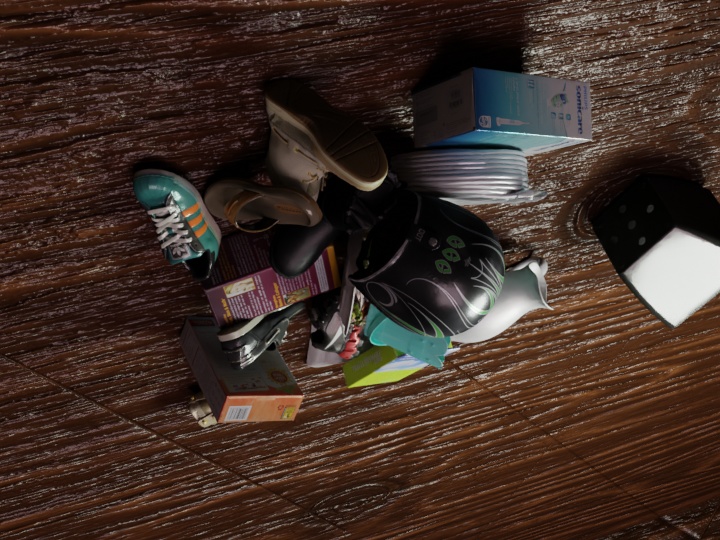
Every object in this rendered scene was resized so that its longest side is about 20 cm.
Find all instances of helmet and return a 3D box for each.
[{"bbox_3d":[0.101,-0.001,1.242,0.191,0.200,0.200,33,119,-22],"label":"helmet"}]

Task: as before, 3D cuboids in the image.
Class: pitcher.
[{"bbox_3d":[0.241,0.044,1.635,0.200,0.172,0.121,-22,105,22],"label":"pitcher"}]

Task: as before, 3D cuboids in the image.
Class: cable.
[{"bbox_3d":[0.138,-0.133,1.296,0.200,0.069,0.200,1,-179,-27],"label":"cable"}]

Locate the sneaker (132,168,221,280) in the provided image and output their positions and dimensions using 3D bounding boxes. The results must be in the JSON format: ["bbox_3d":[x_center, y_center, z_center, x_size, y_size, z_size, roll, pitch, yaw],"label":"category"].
[{"bbox_3d":[-0.244,-0.058,1.234,0.071,0.080,0.200,-10,148,16],"label":"sneaker"}]

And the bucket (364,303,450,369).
[{"bbox_3d":[0.096,0.043,1.447,0.135,0.207,0.207,18,141,8],"label":"bucket"}]

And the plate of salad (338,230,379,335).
[{"bbox_3d":[0.000,0.000,1.367,0.048,0.200,0.200,8,139,-3],"label":"plate of salad"}]

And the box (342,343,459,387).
[{"bbox_3d":[0.069,0.153,1.612,0.122,0.048,0.200,-3,160,-33],"label":"box"}]

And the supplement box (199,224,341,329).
[{"bbox_3d":[-0.139,-0.004,1.372,0.200,0.086,0.110,-20,145,-7],"label":"supplement box"}]

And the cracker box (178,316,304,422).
[{"bbox_3d":[-0.191,0.154,1.444,0.134,0.200,0.058,5,122,-34],"label":"cracker box"}]

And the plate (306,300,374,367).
[{"bbox_3d":[0.007,0.106,1.646,0.200,0.032,0.200,-11,142,-17],"label":"plate"}]

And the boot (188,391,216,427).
[{"bbox_3d":[-0.227,0.219,1.585,0.155,0.073,0.200,-22,174,2],"label":"boot"}]

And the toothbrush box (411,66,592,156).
[{"bbox_3d":[0.192,-0.210,1.240,0.200,0.085,0.146,1,177,-29],"label":"toothbrush box"}]

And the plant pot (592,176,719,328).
[{"bbox_3d":[0.536,-0.051,1.629,0.177,0.200,0.200,22,125,-32],"label":"plant pot"}]

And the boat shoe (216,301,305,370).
[{"bbox_3d":[-0.150,0.093,1.447,0.072,0.068,0.200,-17,-170,34],"label":"boat shoe"}]

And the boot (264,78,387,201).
[{"bbox_3d":[-0.050,-0.134,1.172,0.072,0.200,0.155,-35,154,-31],"label":"boot"}]

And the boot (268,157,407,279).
[{"bbox_3d":[-0.032,-0.068,1.237,0.073,0.162,0.198,44,78,-20],"label":"boot"}]

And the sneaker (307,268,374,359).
[{"bbox_3d":[-0.032,0.058,1.510,0.098,0.071,0.201,7,119,-19],"label":"sneaker"}]

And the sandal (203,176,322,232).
[{"bbox_3d":[-0.141,-0.079,1.218,0.054,0.200,0.080,-61,140,-25],"label":"sandal"}]
